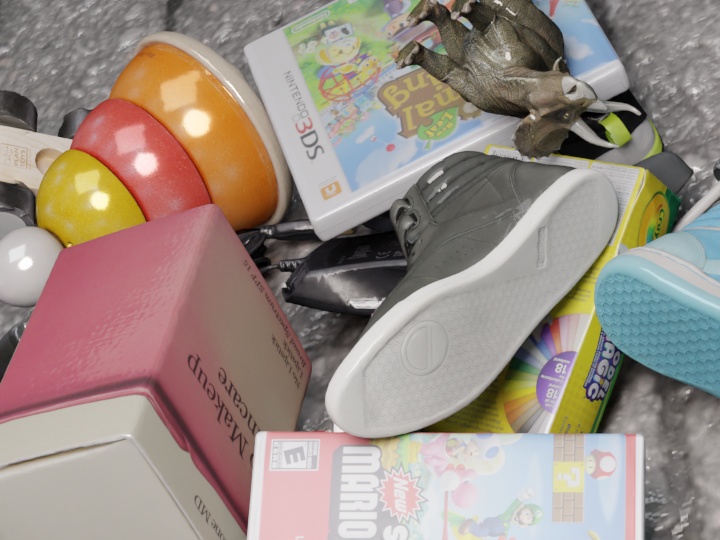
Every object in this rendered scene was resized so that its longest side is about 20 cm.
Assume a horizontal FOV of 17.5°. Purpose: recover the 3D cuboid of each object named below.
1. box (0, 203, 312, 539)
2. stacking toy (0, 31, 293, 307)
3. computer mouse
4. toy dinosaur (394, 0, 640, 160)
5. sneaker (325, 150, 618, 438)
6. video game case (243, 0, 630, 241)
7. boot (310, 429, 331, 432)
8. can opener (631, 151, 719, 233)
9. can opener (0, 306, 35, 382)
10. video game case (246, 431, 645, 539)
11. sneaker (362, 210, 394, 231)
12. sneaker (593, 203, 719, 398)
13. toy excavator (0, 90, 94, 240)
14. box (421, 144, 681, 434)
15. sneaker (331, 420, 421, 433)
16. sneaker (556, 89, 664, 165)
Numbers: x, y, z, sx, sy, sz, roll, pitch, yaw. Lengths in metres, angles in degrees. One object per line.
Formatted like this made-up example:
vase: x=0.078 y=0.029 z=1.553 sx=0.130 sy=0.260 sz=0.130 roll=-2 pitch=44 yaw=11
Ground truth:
box: x=-0.114 y=0.080 z=1.246 sx=0.109 sy=0.128 sz=0.200 roll=-16 pitch=32 yaw=22
stacking toy: x=-0.155 y=-0.043 z=1.465 sx=0.200 sy=0.146 sz=0.146 roll=-38 pitch=37 yaw=-24
computer mouse: x=0.000 y=0.000 z=1.416 sx=0.199 sy=0.046 sz=0.140 roll=-10 pitch=16 yaw=9
toy dinosaur: x=0.079 y=-0.122 z=1.298 sx=0.077 sy=0.102 sz=0.200 roll=-47 pitch=20 yaw=17
sneaker: x=0.038 y=0.010 z=1.229 sx=0.200 sy=0.071 sz=0.099 roll=-42 pitch=36 yaw=-22
video game case: x=0.040 y=-0.122 z=1.392 sx=0.199 sy=0.022 sz=0.182 roll=-26 pitch=43 yaw=4
boot: x=-0.082 y=0.172 z=1.274 sx=0.144 sy=0.073 sz=0.200 roll=-6 pitch=40 yaw=34
can opener: x=0.214 y=-0.069 z=1.317 sx=0.200 sy=0.067 sz=0.053 roll=-40 pitch=-5 yaw=-11
can opener: x=-0.182 y=0.047 z=1.428 sx=0.067 sy=0.053 sz=0.200 roll=-28 pitch=-7 yaw=-37
video game case: x=0.041 y=0.149 z=1.161 sx=0.199 sy=0.017 sz=0.144 roll=0 pitch=65 yaw=9
sneaker: x=0.013 y=-0.075 z=1.466 sx=0.082 sy=0.070 sz=0.200 roll=-40 pitch=17 yaw=33
sneaker: x=0.234 y=0.023 z=1.201 sx=0.200 sy=0.080 sz=0.130 roll=32 pitch=46 yaw=27
toy excavator: x=-0.268 y=-0.026 z=1.585 sx=0.200 sy=0.194 sz=0.100 roll=126 pitch=147 yaw=-47
box: x=0.088 y=0.036 z=1.277 sx=0.117 sy=0.048 sz=0.201 roll=12 pitch=74 yaw=43
sneaker: x=0.033 y=0.128 z=1.220 sx=0.081 sy=0.074 sz=0.201 roll=-9 pitch=67 yaw=9
sneaker: x=0.122 y=-0.117 z=1.421 sx=0.072 sy=0.083 sz=0.200 roll=-37 pitch=38 yaw=-5
